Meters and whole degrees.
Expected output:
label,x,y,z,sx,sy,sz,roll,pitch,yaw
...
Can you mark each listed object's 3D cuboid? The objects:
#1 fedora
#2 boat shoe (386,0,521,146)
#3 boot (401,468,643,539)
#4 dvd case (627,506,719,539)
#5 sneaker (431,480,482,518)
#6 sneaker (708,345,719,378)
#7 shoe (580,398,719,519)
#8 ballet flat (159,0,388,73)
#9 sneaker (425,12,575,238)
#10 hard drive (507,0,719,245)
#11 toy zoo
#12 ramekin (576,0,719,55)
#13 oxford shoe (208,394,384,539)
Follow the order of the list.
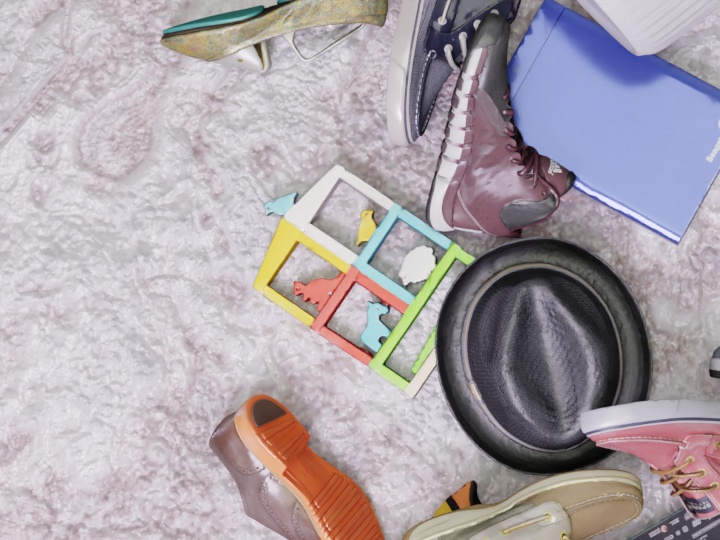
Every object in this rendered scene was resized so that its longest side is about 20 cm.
label,x,y,z,sx,sy,sz,roll,pitch,yaw
fedora,0.154,0.072,1.704,0.200,0.092,0.201,0,91,-1
boat shoe,0.081,-0.199,1.752,0.093,0.075,0.200,9,87,13
boot,0.143,0.246,1.623,0.200,0.072,0.155,-18,48,1
dvd case,0.276,0.303,1.696,0.146,0.022,0.200,-28,82,-18
sneaker,0.144,0.254,1.714,0.200,0.070,0.090,34,93,9
sneaker,0.381,0.029,1.697,0.200,0.084,0.121,-5,90,-2
shoe,0.264,0.153,1.666,0.200,0.071,0.091,4,77,-34
ballet flat,-0.071,-0.204,1.778,0.200,0.071,0.071,-17,84,5
sneaker,0.128,-0.113,1.717,0.115,0.076,0.200,15,123,3
hard drive,0.213,-0.127,1.758,0.200,0.025,0.132,29,89,8
toy zoo,0.000,0.000,1.774,0.200,0.020,0.131,34,90,7
ramekin,0.209,-0.267,1.684,0.105,0.200,0.200,-43,83,6
oxford shoe,-0.049,0.199,1.752,0.073,0.071,0.200,-36,89,35
